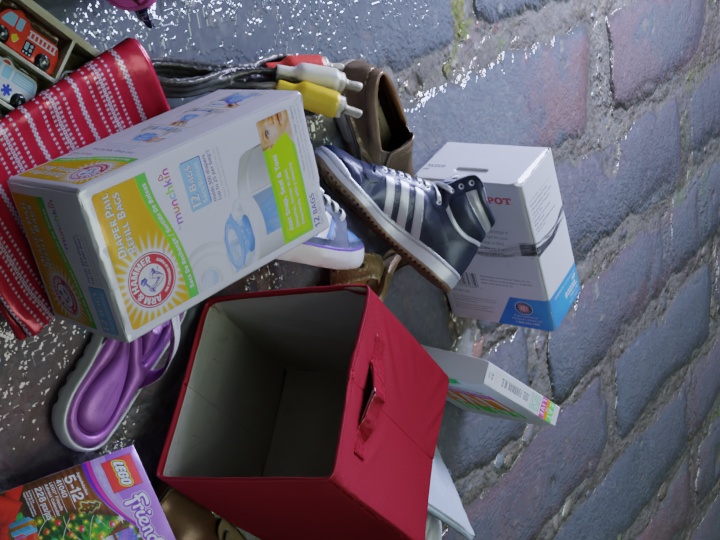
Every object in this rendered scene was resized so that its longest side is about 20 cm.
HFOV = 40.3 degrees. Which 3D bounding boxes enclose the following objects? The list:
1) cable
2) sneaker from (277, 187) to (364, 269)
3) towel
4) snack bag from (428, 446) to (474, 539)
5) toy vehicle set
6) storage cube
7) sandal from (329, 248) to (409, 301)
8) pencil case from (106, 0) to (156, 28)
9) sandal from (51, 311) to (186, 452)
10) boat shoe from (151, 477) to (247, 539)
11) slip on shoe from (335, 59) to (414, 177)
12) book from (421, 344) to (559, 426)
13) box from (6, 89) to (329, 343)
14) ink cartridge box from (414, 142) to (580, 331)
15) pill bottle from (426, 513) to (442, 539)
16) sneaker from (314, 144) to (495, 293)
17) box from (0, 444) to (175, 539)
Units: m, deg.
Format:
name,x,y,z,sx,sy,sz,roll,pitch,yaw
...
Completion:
name,x,y,z,sx,sy,sz,roll,pitch,yaw
cable,-0.095,-0.172,0.833,0.197,0.098,0.051,8,130,-29
sneaker,-0.057,-0.085,0.906,0.198,0.080,0.149,8,95,-47
towel,-0.206,-0.064,0.725,0.200,0.022,0.146,-46,130,-35
snack bag,0.050,0.181,1.032,0.021,0.202,0.189,-31,144,10
toy vehicle set,-0.255,-0.130,0.689,0.199,0.026,0.126,35,70,-49
storage cube,-0.042,0.135,0.867,0.180,0.197,0.173,47,45,-47
sandal,-0.003,0.002,1.023,0.070,0.077,0.212,48,46,-8
pencil case,-0.133,-0.284,0.760,0.201,0.093,0.091,-57,136,-29
sandal,-0.178,0.056,0.805,0.082,0.049,0.205,41,65,-47
boat shoe,-0.128,0.260,0.890,0.076,0.073,0.201,-54,135,-30
slip on shoe,0.028,-0.128,1.023,0.076,0.060,0.202,-48,131,-35
book,0.138,0.133,1.157,0.199,0.132,0.049,33,72,-49
box,-0.133,-0.047,0.713,0.199,0.100,0.114,-31,119,-38
ink cartridge box,0.161,-0.041,1.142,0.084,0.143,0.202,-46,130,-36
pill bottle,0.006,0.244,1.022,0.200,0.118,0.121,49,60,-44
sneaker,0.050,-0.081,0.988,0.200,0.070,0.109,42,86,-15
box,-0.192,0.244,0.721,0.135,0.039,0.202,-15,67,-39
